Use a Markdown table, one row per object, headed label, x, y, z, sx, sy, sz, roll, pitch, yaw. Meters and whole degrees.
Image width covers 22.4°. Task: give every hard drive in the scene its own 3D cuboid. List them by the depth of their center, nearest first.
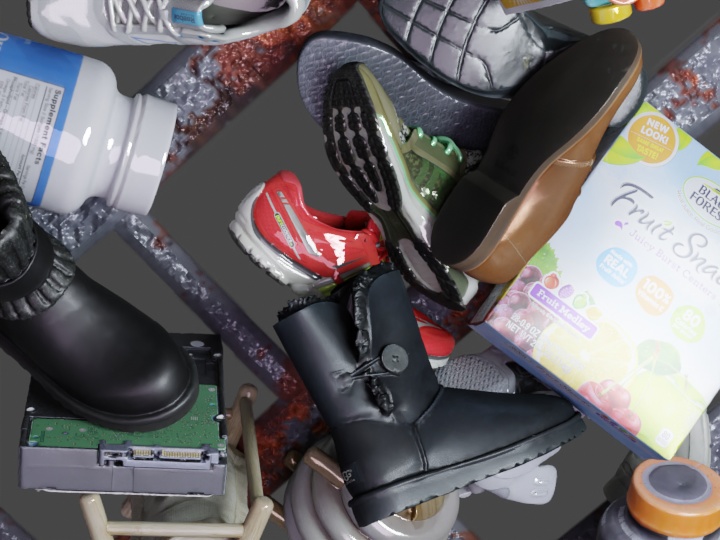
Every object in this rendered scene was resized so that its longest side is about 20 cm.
| label | x | y | z | sx | sy | sz | roll | pitch | yaw |
| --- | --- | --- | --- | --- | --- | --- | --- | --- | --- |
| hard drive | -0.165 | 0.097 | 1.283 | 0.140 | 0.200 | 0.038 | 2 | 111 | -8 |

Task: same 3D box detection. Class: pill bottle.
| label | x | y | z | sx | sy | sz | roll | pitch | yaw |
| --- | --- | --- | --- | --- | --- | --- | --- | --- | --- |
| pill bottle | -0.233 | -0.103 | 1.248 | 0.200 | 0.112 | 0.112 | 16 | 108 | -12 |
| pill bottle | 0.223 | 0.238 | 1.361 | 0.106 | 0.106 | 0.200 | 1 | 121 | -6 |

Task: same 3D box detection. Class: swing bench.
| label | x | y | z | sx | sy | sz | roll | pitch | yaw |
| --- | --- | --- | --- | --- | --- | --- | --- | --- | --- |
| swing bench | -0.139 | 0.210 | 1.329 | 0.130 | 0.199 | 0.200 | 3 | 111 | -7 |

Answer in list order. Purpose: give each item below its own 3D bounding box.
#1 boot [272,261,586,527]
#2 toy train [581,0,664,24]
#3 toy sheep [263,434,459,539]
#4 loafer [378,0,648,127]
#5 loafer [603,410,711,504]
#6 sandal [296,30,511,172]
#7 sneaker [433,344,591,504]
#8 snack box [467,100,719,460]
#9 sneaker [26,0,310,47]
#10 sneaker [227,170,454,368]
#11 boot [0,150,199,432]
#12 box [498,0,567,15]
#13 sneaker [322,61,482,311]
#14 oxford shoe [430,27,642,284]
| label | x | y | z | sx | sy | sz | roll | pitch | yaw |
| --- | --- | --- | --- | --- | --- | --- | --- | --- | --- |
| boot | 0.051 | 0.071 | 1.275 | 0.200 | 0.076 | 0.168 | -17 | 83 | -27 |
| toy train | 0.146 | -0.252 | 1.258 | 0.200 | 0.056 | 0.150 | 22 | 108 | -13 |
| toy sheep | 0.001 | 0.179 | 1.371 | 0.138 | 0.138 | 0.200 | 23 | 146 | -14 |
| loafer | 0.101 | -0.156 | 1.280 | 0.200 | 0.072 | 0.073 | 24 | 101 | -14 |
| loafer | 0.227 | 0.171 | 1.420 | 0.070 | 0.070 | 0.200 | -1 | 112 | -14 |
| sandal | 0.039 | -0.117 | 1.312 | 0.200 | 0.043 | 0.076 | 21 | 115 | -23 |
| sneaker | 0.148 | 0.106 | 1.389 | 0.200 | 0.075 | 0.115 | -17 | 123 | -8 |
| snack box | 0.204 | 0.008 | 1.308 | 0.169 | 0.068 | 0.200 | 36 | 80 | -5 |
| sneaker | -0.130 | -0.185 | 1.240 | 0.200 | 0.087 | 0.075 | -7 | 113 | -2 |
| sneaker | 0.000 | 0.000 | 1.332 | 0.200 | 0.077 | 0.085 | 36 | 95 | -19 |
| boot | -0.203 | 0.011 | 1.185 | 0.211 | 0.079 | 0.158 | 28 | 152 | 17 |
| box | 0.168 | -0.263 | 1.187 | 0.200 | 0.101 | 0.113 | -32 | 103 | -19 |
| sneaker | 0.043 | -0.071 | 1.289 | 0.089 | 0.077 | 0.200 | -43 | 120 | -27 |
| oxford shoe | 0.131 | -0.077 | 1.246 | 0.071 | 0.071 | 0.200 | 28 | 105 | -40 |
